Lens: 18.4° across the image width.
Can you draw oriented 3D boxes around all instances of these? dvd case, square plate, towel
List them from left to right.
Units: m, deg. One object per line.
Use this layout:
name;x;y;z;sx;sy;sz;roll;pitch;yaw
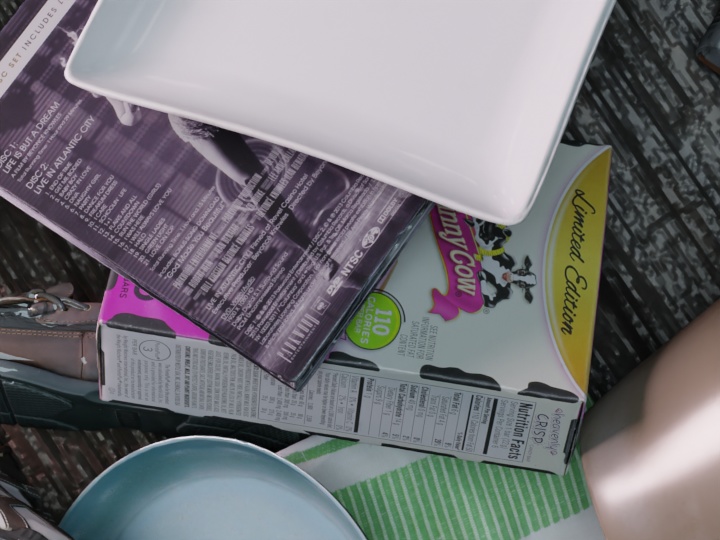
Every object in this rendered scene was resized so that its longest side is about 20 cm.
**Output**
dvd case;-0.060;-0.062;0.900;0.200;0.016;0.149;32;79;21
square plate;0.010;-0.127;0.887;0.199;0.028;0.199;19;71;17
towel;0.064;0.143;0.954;0.152;0.023;0.201;-22;81;-16

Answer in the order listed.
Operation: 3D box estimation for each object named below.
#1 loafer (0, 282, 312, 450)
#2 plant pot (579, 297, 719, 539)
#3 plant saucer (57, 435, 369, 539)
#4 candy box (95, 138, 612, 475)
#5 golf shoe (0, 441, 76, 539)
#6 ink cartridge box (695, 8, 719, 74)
loafer;-0.116;0.035;0.973;0.199;0.072;0.063;8;68;-5
plant pot;0.192;0.078;0.908;0.173;0.200;0.201;-27;88;17
plant saucer;-0.058;0.170;0.941;0.199;0.027;0.201;-1;89;31
candy box;0.000;0.000;0.934;0.199;0.061;0.137;9;53;1
golf shoe;-0.156;0.110;0.948;0.199;0.095;0.078;31;122;2
ink cartridge box;0.273;-0.110;0.976;0.199;0.050;0.163;33;89;-7
